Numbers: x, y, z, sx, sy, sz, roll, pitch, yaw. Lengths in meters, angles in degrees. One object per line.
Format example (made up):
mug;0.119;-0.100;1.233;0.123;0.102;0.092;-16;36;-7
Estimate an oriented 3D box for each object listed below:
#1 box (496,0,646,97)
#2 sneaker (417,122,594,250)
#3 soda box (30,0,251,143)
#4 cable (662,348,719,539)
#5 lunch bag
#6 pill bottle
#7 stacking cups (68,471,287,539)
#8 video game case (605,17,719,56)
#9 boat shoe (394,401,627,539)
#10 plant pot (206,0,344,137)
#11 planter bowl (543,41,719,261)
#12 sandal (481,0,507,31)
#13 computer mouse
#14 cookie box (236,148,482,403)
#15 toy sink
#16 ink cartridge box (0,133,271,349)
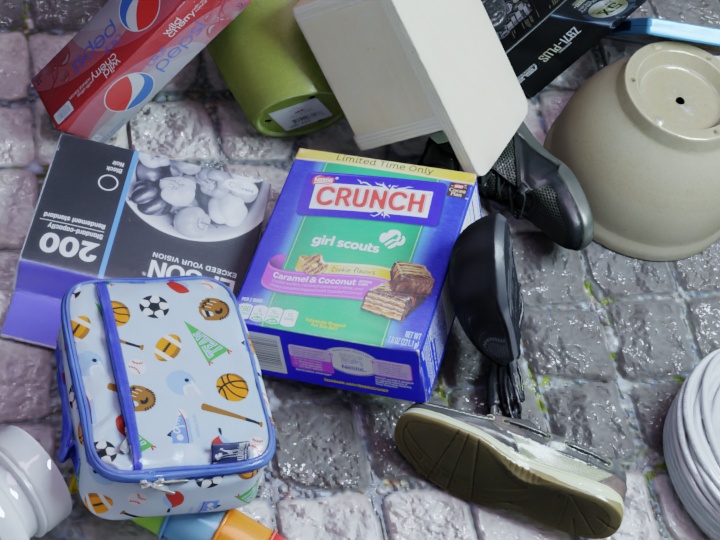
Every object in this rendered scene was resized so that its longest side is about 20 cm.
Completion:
box;0.170;-0.305;1.569;0.086;0.163;0.201;16;44;-44
sneaker;0.127;-0.081;1.470;0.113;0.077;0.200;-24;61;-25
soda box;-0.195;-0.203;1.404;0.070;0.200;0.064;17;36;-58
cable;0.360;0.157;1.365;0.198;0.069;0.201;-20;62;-26
lunch bag;-0.156;0.096;1.213;0.159;0.076;0.201;0;49;-23
pill bottle;-0.309;0.202;1.142;0.111;0.111;0.200;42;57;16
stacking cups;-0.129;0.197;1.231;0.199;0.061;0.061;31;54;2
video game case;0.320;-0.230;1.566;0.141;0.200;0.018;7;97;-8
boat shoe;0.126;0.156;1.312;0.199;0.072;0.066;22;40;7
plant pot;-0.073;-0.235;1.479;0.185;0.187;0.202;-7;72;-18
planter bowl;0.286;-0.130;1.504;0.198;0.135;0.202;7;54;-10
sandal;0.050;-0.246;1.557;0.198;0.048;0.076;-1;62;19
computer mouse;0.104;0.031;1.323;0.052;0.201;0.140;-2;55;11
cookie box;0.000;0.000;1.355;0.169;0.076;0.201;8;51;15
toy sink;0.046;-0.187;1.417;0.201;0.111;0.131;60;41;-22
ink cartridge box;-0.190;-0.012;1.363;0.196;0.044;0.202;13;55;-5
